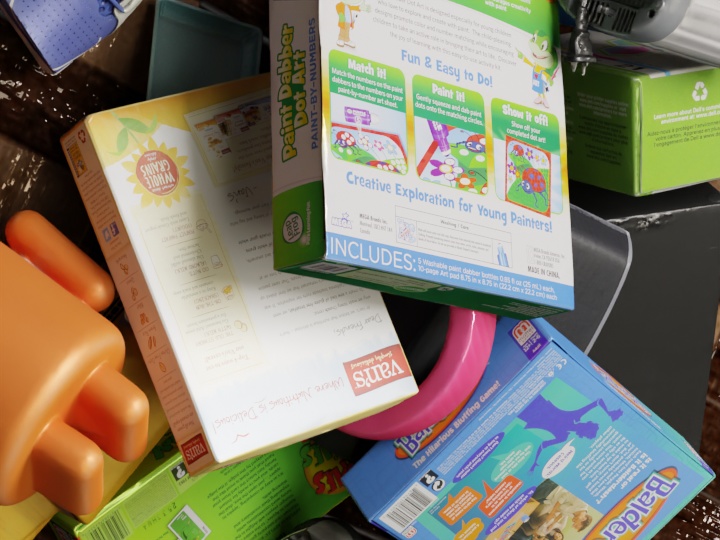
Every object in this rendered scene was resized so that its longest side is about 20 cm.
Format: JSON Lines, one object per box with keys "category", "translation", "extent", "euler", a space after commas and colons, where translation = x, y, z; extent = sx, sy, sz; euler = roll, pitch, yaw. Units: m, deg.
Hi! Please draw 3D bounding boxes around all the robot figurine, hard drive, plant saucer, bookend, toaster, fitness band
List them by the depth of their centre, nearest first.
{"category": "robot figurine", "translation": [-0.206, 0.046, 1.257], "extent": [0.144, 0.200, 0.117], "euler": [-58, 168, 13]}
{"category": "plant saucer", "translation": [-0.095, -0.054, 1.337], "extent": [0.070, 0.019, 0.201], "euler": [16, 64, -27]}
{"category": "toaster", "translation": [0.200, -0.193, 1.357], "extent": [0.129, 0.113, 0.201], "euler": [14, 97, -39]}
{"category": "fitness band", "translation": [0.000, 0.000, 1.383], "extent": [0.143, 0.201, 0.037], "euler": [-32, 157, 23]}
{"category": "hard drive", "translation": [0.071, 0.046, 1.425], "extent": [0.134, 0.042, 0.201], "euler": [23, 107, -32]}
{"category": "bookend", "translation": [0.121, 0.038, 1.527], "extent": [0.198, 0.092, 0.201], "euler": [-9, 119, -21]}

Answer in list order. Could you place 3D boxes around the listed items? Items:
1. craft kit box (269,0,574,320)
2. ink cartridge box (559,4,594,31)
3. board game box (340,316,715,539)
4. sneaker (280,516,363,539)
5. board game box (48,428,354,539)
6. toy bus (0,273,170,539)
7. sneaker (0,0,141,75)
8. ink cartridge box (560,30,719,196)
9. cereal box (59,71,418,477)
{"category": "craft kit box", "translation": [0.035, -0.084, 1.292], "extent": [0.199, 0.048, 0.199], "euler": [13, 73, -44]}
{"category": "ink cartridge box", "translation": [0.132, -0.266, 1.452], "extent": [0.145, 0.084, 0.200], "euler": [-50, 124, -13]}
{"category": "board game box", "translation": [0.104, 0.124, 1.431], "extent": [0.152, 0.045, 0.200], "euler": [-45, 133, 6]}
{"category": "sneaker", "translation": [-0.014, 0.210, 1.474], "extent": [0.090, 0.070, 0.201], "euler": [-36, 148, -38]}
{"category": "board game box", "translation": [-0.084, 0.129, 1.437], "extent": [0.200, 0.048, 0.102], "euler": [-36, 121, -21]}
{"category": "toy bus", "translation": [-0.151, 0.075, 1.355], "extent": [0.200, 0.078, 0.065], "euler": [-51, 125, -15]}
{"category": "sneaker", "translation": [-0.106, -0.194, 1.290], "extent": [0.199, 0.115, 0.081], "euler": [-47, 123, -15]}
{"category": "ink cartridge box", "translation": [0.203, -0.110, 1.506], "extent": [0.199, 0.148, 0.076], "euler": [-13, 109, -32]}
{"category": "cereal box", "translation": [-0.065, -0.002, 1.302], "extent": [0.143, 0.039, 0.201], "euler": [-16, 82, -37]}
